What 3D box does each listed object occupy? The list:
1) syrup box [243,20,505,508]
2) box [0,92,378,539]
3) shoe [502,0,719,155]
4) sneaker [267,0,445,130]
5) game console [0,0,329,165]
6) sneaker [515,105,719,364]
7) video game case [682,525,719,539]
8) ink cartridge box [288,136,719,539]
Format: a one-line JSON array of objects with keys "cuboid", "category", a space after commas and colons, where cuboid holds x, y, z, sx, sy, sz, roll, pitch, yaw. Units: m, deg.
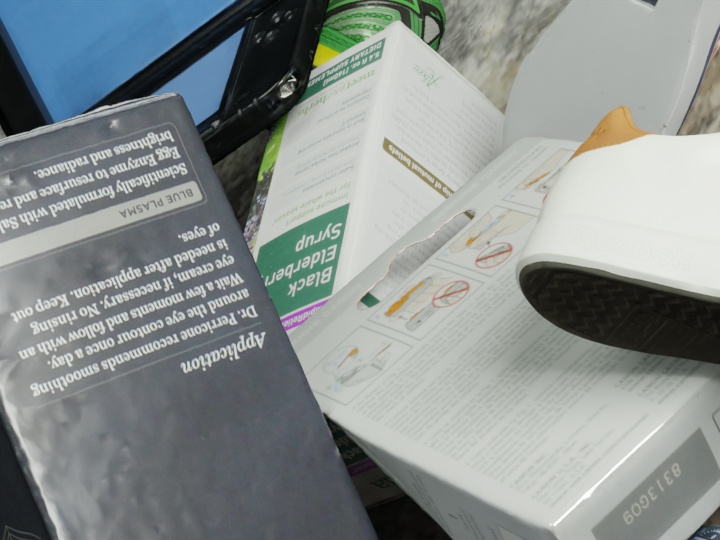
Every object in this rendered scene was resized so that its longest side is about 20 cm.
[{"cuboid": [0.000, 0.000, 0.818, 0.079, 0.081, 0.201, -26, 38, 39], "category": "syrup box"}, {"cuboid": [-0.111, 0.070, 0.719, 0.117, 0.201, 0.197, -20, -8, -32], "category": "box"}, {"cuboid": [0.130, -0.108, 0.775, 0.071, 0.091, 0.201, 33, 115, 26], "category": "shoe"}, {"cuboid": [-0.025, -0.121, 0.998, 0.199, 0.078, 0.085, 19, 67, 49], "category": "sneaker"}, {"cuboid": [-0.124, -0.111, 0.919, 0.199, 0.116, 0.176, -33, 24, 25], "category": "game console"}, {"cuboid": [0.151, -0.008, 0.562, 0.199, 0.073, 0.085, 16, 62, 18], "category": "sneaker"}, {"cuboid": [0.057, 0.147, 0.557, 0.181, 0.036, 0.200, -7, 27, 49], "category": "video game case"}, {"cuboid": [0.070, 0.026, 0.677, 0.160, 0.047, 0.200, -40, 28, -18], "category": "ink cartridge box"}]
